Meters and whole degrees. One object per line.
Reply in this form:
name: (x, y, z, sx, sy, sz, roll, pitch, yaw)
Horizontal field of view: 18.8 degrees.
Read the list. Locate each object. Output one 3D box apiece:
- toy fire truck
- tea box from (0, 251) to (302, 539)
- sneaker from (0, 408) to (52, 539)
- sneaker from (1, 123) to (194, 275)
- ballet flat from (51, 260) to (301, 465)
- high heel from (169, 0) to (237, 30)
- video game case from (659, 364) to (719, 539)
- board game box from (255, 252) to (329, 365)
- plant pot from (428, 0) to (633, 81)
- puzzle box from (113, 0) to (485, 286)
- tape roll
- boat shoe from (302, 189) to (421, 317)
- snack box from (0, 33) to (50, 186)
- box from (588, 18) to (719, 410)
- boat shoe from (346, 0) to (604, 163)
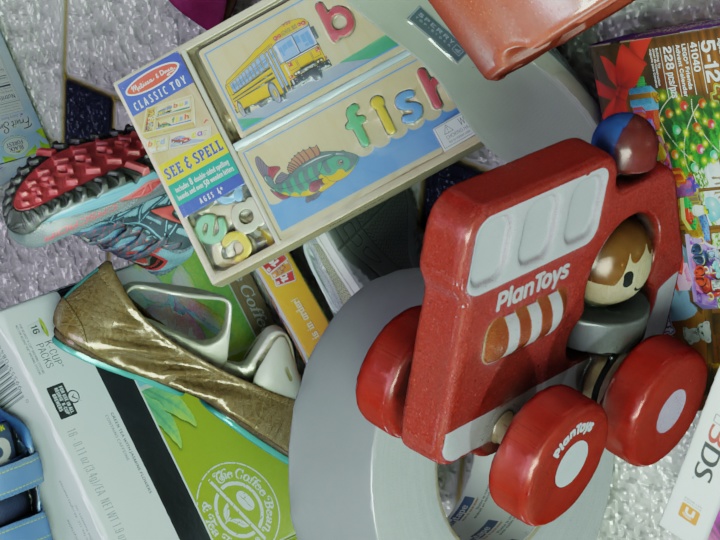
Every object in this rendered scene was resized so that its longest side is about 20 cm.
toy fire truck: (0.095, 0.012, 1.047, 0.112, 0.200, 0.168, 31, 126, 32)
tea box: (-0.142, 0.110, 1.378, 0.134, 0.196, 0.201, -34, 81, 46)
sneaker: (-0.221, 0.138, 1.272, 0.200, 0.074, 0.082, 57, 134, 12)
sneaker: (-0.129, -0.036, 1.312, 0.079, 0.200, 0.096, 14, 116, 38)
ballet flat: (-0.088, 0.054, 1.305, 0.073, 0.200, 0.068, -60, 17, 2)
high heel: (-0.053, -0.216, 1.286, 0.200, 0.067, 0.096, -24, 108, 46)
video game case: (0.256, 0.112, 1.060, 0.200, 0.036, 0.182, 33, 137, 21)
board game box: (-0.021, 0.052, 1.311, 0.200, 0.030, 0.096, 63, 177, 20)
plant pot: (0.075, -0.212, 1.062, 0.201, 0.201, 0.196, -31, 90, 46)
puzzle box: (-0.025, -0.095, 1.230, 0.200, 0.025, 0.133, -29, 82, 8)
tape roll: (0.052, 0.099, 1.178, 0.066, 0.200, 0.201, 3, 107, 44)
boat shoe: (0.001, 0.000, 1.288, 0.065, 0.074, 0.202, -23, 97, 49)
snack box: (-0.326, -0.140, 1.565, 0.168, 0.068, 0.201, -29, 85, 46)
box: (0.197, -0.029, 1.105, 0.137, 0.039, 0.201, -5, 101, 45)
boat shoe: (0.070, -0.130, 1.166, 0.201, 0.072, 0.070, 43, 138, -10)
